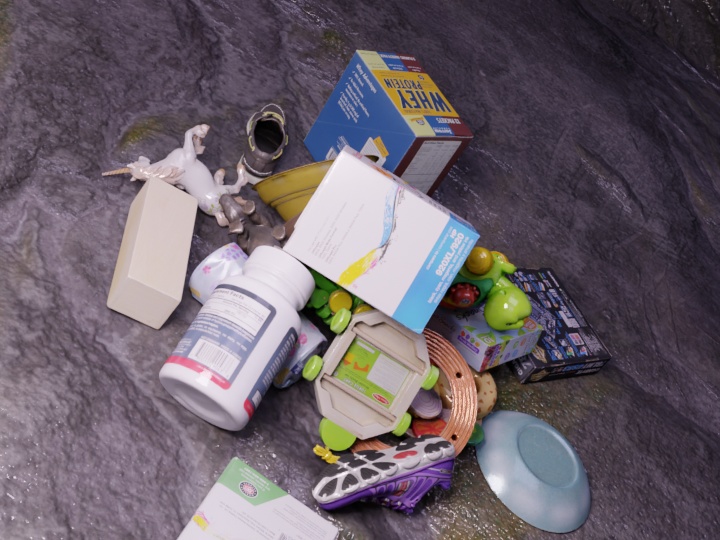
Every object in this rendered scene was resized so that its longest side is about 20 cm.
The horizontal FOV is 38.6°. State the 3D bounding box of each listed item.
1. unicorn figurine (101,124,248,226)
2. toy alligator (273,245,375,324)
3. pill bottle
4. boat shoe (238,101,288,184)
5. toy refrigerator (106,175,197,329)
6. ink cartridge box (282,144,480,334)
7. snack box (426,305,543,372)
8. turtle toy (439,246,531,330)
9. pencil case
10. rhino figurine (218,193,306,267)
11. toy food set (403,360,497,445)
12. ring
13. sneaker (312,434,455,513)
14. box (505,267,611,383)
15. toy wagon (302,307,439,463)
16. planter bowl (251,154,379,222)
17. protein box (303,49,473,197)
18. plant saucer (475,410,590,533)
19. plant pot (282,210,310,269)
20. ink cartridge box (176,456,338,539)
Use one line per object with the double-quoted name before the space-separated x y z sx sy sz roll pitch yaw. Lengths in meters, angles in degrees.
"unicorn figurine" -0.245 -0.140 1.480 0.199 0.074 0.138 36 47 -10
"toy alligator" -0.044 0.038 1.330 0.199 0.055 0.059 31 9 -24
"pill bottle" -0.140 0.077 1.230 0.119 0.120 0.201 33 65 -3
"boat shoe" -0.147 -0.217 1.658 0.071 0.061 0.202 25 38 -14
"toy refrigerator" -0.270 -0.025 1.344 0.075 0.070 0.201 27 37 -24
"ink cartridge box" 0.026 -0.044 1.295 0.199 0.146 0.147 31 8 -3
"snack box" 0.156 0.065 1.555 0.141 0.054 0.199 -13 41 -45
"turtle toy" 0.157 0.013 1.476 0.198 0.102 0.145 25 6 20
"pencil case" -0.135 0.059 1.347 0.200 0.091 0.083 46 15 12
"rhino figurine" -0.142 -0.047 1.404 0.200 0.060 0.088 41 -12 41
"toy food set" 0.095 0.167 1.442 0.199 0.049 0.198 36 36 -1
"ring" 0.057 0.170 1.358 0.197 0.019 0.203 3 75 -9
"sneaker" 0.036 0.266 1.267 0.198 0.085 0.080 -9 12 -27
"box" 0.290 0.084 1.691 0.197 0.050 0.201 -3 52 -40
"toy wagon" 0.001 0.149 1.303 0.154 0.201 0.040 33 -3 -17
"planter bowl" -0.058 -0.107 1.543 0.199 0.199 0.085 -12 86 -45
"protein box" 0.041 -0.216 1.690 0.134 0.201 0.200 -6 53 -42
"plant saucer" 0.256 0.273 1.464 0.199 0.039 0.202 21 39 -18
"plant pot" 0.000 0.000 1.456 0.199 0.200 0.177 -9 72 -44
"ink cartridge box" -0.130 0.318 1.065 0.145 0.088 0.200 35 35 -1
